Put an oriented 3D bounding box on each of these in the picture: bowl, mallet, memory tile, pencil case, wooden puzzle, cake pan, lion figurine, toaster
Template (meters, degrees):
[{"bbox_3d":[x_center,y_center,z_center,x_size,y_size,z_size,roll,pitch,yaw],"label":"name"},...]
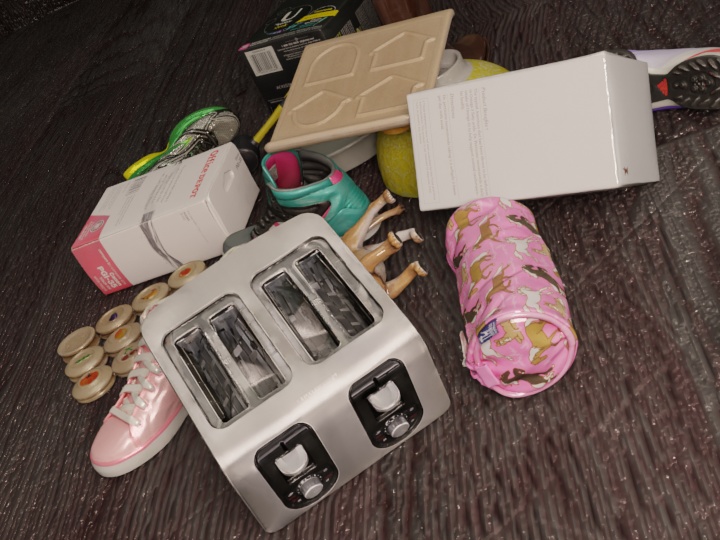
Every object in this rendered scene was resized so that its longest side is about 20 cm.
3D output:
[{"bbox_3d":[0.096,-0.184,1.119,0.200,0.108,0.200,-20,32,13],"label":"bowl"},{"bbox_3d":[-0.111,-0.220,1.347,0.200,0.041,0.066,-51,22,9],"label":"mallet"},{"bbox_3d":[-0.247,0.063,1.118,0.200,0.017,0.153,-34,30,-8],"label":"memory tile"},{"bbox_3d":[0.120,0.015,0.826,0.086,0.083,0.200,12,32,-9],"label":"pencil case"},{"bbox_3d":[0.006,-0.197,1.068,0.185,0.046,0.200,-7,44,27],"label":"wooden puzzle"},{"bbox_3d":[-0.023,-0.181,1.273,0.200,0.037,0.200,-24,30,15],"label":"cake pan"},{"bbox_3d":[0.000,0.000,0.971,0.122,0.072,0.200,-39,12,17],"label":"lion figurine"},{"bbox_3d":[-0.054,0.071,0.786,0.181,0.119,0.200,-33,55,-9],"label":"toaster"}]

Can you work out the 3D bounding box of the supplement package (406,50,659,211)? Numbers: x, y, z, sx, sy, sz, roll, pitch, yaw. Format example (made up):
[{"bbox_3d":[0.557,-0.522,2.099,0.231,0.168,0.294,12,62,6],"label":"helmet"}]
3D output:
[{"bbox_3d":[0.162,-0.125,0.928,0.200,0.117,0.117,-5,3,34],"label":"supplement package"}]

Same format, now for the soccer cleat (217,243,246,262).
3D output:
[{"bbox_3d":[-0.135,0.011,1.019,0.200,0.086,0.070,-21,49,10],"label":"soccer cleat"}]

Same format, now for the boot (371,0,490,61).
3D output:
[{"bbox_3d":[0.087,-0.319,1.238,0.064,0.200,0.187,-5,38,35],"label":"boot"}]

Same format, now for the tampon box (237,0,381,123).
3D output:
[{"bbox_3d":[-0.052,-0.330,1.443,0.150,0.126,0.200,-7,36,32],"label":"tampon box"}]

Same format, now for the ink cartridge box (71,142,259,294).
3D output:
[{"bbox_3d":[-0.241,-0.066,1.242,0.200,0.083,0.147,-17,32,20],"label":"ink cartridge box"}]

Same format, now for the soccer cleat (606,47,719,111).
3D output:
[{"bbox_3d":[0.319,-0.197,1.013,0.073,0.068,0.200,-17,18,-31],"label":"soccer cleat"}]

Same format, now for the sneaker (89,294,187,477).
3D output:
[{"bbox_3d":[-0.198,0.095,0.944,0.075,0.105,0.200,15,52,47],"label":"sneaker"}]

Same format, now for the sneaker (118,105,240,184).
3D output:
[{"bbox_3d":[-0.244,-0.153,1.401,0.200,0.078,0.085,-44,39,-9],"label":"sneaker"}]

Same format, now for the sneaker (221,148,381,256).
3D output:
[{"bbox_3d":[-0.088,-0.072,1.087,0.200,0.121,0.084,-13,33,26],"label":"sneaker"}]
